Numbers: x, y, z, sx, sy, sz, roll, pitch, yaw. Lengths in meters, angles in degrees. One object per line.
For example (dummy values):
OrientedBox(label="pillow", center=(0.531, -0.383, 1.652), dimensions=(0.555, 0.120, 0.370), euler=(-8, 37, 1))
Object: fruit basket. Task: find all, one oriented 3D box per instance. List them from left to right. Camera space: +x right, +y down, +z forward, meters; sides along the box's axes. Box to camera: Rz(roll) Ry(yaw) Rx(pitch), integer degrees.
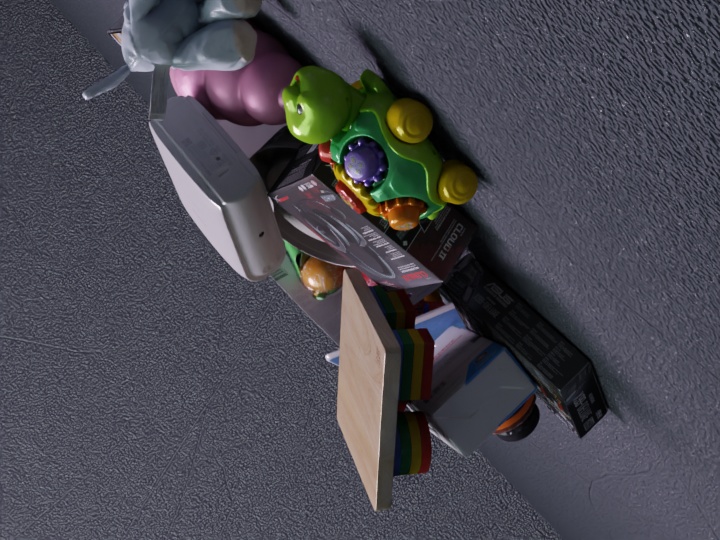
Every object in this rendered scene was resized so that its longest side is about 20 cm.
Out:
OrientedBox(label="fruit basket", center=(0.000, 0.000, 1.749), dimensions=(0.200, 0.184, 0.094), euler=(44, 161, 35))

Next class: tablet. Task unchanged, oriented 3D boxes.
OrientedBox(label="tablet", center=(0.066, 0.085, 1.757), dimensions=(0.130, 0.198, 0.014), euler=(31, -140, -61))

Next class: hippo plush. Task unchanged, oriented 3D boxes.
OrientedBox(label="hippo plush", center=(-0.179, -0.267, 1.476), dimensions=(0.158, 0.202, 0.161), euler=(17, -163, -4))

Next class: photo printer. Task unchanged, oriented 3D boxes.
OrientedBox(label="photo printer", center=(-0.159, -0.086, 1.605), dimensions=(0.167, 0.069, 0.201), euler=(49, 167, 26))

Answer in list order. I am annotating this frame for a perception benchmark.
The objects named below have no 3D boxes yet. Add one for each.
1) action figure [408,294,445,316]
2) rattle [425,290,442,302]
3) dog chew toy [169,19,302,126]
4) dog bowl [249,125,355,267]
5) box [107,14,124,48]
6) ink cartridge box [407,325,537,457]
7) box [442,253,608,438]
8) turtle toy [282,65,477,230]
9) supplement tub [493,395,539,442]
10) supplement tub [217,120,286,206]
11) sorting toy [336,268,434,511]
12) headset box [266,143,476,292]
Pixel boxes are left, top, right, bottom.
OrientedBox(label="action figure", center=(0.076, 0.040, 1.806), dimensions=(0.200, 0.051, 0.066), euler=(-29, -64, -72))
OrientedBox(label="rattle", center=(0.143, 0.116, 2.080), dimensions=(0.199, 0.131, 0.143), euler=(15, -150, -44))
OrientedBox(label="dog chew toy", center=(-0.130, -0.220, 1.577), dimensions=(0.199, 0.125, 0.125), euler=(28, 163, 46))
OrientedBox(label="dog bowl", center=(-0.038, -0.092, 1.639), dimensions=(0.198, 0.059, 0.201), euler=(21, 148, 14))
OrientedBox(label="box", center=(-0.252, -0.321, 1.777), dimensions=(0.060, 0.117, 0.200), euler=(45, 174, -18))
OrientedBox(label="ink cartridge box", center=(0.115, 0.136, 1.637), dimensions=(0.068, 0.116, 0.200), euler=(49, 174, -13))
OrientedBox(label="box", center=(0.188, 0.087, 1.609), dimensions=(0.200, 0.050, 0.158), euler=(44, 173, 31))
OrientedBox(label="turtle toy", center=(0.010, -0.115, 1.292), dimensions=(0.200, 0.101, 0.146), euler=(50, 174, -26))
OrientedBox(label="supplement tub", center=(0.169, 0.147, 1.885), dimensions=(0.200, 0.107, 0.107), euler=(51, 173, -38))
OrientedBox(label="supplement tub", center=(-0.111, -0.146, 1.846), dimensions=(0.132, 0.132, 0.200), euler=(44, 173, 26))
OrientedBox(label="sorting toy", center=(0.031, 0.128, 1.569), dimensions=(0.200, 0.069, 0.201), euler=(-119, 29, -61))
OrientedBox(label="headset box", center=(0.017, -0.057, 1.487), dimensions=(0.200, 0.078, 0.149), euler=(40, 162, -15))
